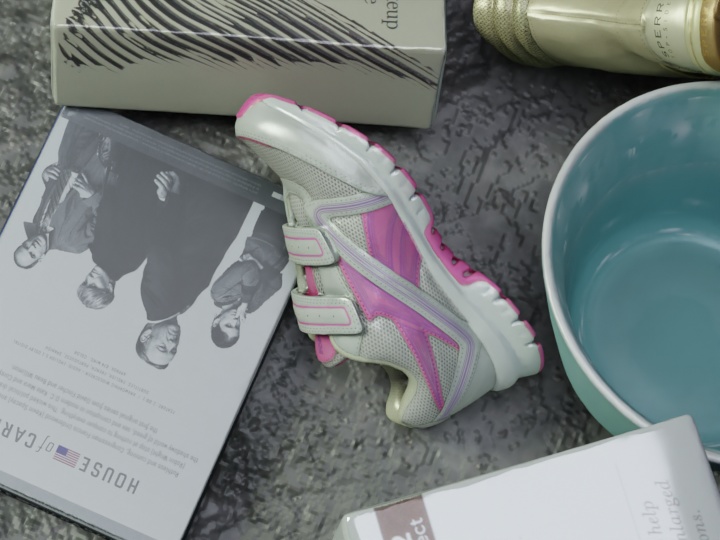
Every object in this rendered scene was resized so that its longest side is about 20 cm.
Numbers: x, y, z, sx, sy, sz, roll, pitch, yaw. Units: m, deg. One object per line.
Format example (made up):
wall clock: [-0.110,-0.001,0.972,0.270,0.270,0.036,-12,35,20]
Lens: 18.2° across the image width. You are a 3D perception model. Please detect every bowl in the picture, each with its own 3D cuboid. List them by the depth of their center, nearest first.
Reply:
bowl: [0.175,0.020,1.116,0.199,0.105,0.202,4,65,-9]

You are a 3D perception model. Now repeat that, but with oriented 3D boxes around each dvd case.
dvd case: [-0.122,0.028,1.137,0.150,0.025,0.201,24,75,1]

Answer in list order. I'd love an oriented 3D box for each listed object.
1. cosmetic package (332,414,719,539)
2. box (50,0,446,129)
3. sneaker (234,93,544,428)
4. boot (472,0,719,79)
cosmetic package: [0.082,0.180,1.027,0.164,0.200,0.166,-16,78,-9]
box: [-0.057,-0.127,1.149,0.198,0.069,0.083,2,56,-5]
sneaker: [0.000,0.000,1.113,0.088,0.081,0.200,-42,98,-7]
boot: [0.167,-0.136,1.171,0.155,0.200,0.073,7,105,36]
